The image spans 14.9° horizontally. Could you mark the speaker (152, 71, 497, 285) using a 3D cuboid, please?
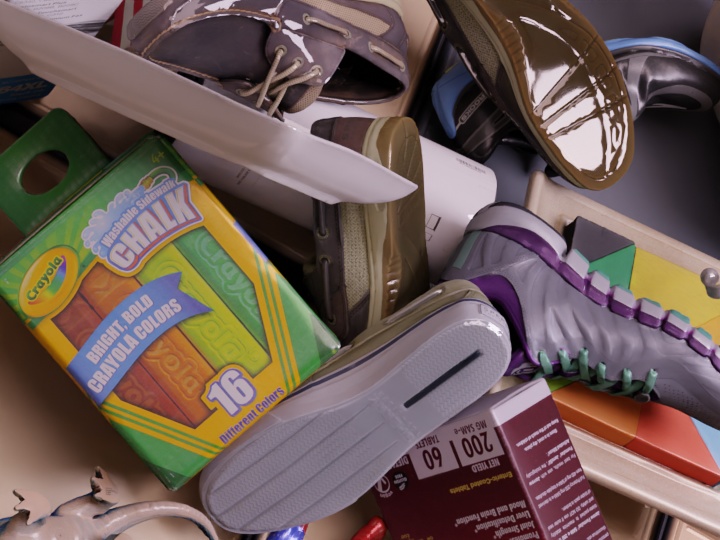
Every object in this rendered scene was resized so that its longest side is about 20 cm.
[{"bbox_3d":[-0.023,-0.064,1.643,0.200,0.081,0.081,23,62,-18],"label":"speaker"}]

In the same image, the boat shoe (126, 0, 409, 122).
[{"bbox_3d":[-0.041,-0.128,1.564,0.200,0.074,0.073,-5,62,-43],"label":"boat shoe"}]

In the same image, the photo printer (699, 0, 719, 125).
[{"bbox_3d":[0.284,-0.104,1.775,0.069,0.166,0.200,-16,79,-12],"label":"photo printer"}]

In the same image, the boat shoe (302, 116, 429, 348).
[{"bbox_3d":[0.000,0.000,1.602,0.066,0.201,0.072,13,30,22],"label":"boat shoe"}]

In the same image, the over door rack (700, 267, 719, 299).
[{"bbox_3d":[0.309,0.026,1.669,0.200,0.067,0.148,-25,112,-12],"label":"over door rack"}]

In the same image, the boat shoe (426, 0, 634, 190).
[{"bbox_3d":[0.098,-0.137,1.681,0.073,0.065,0.200,-34,101,-25],"label":"boat shoe"}]

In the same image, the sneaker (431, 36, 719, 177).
[{"bbox_3d":[0.141,-0.101,1.755,0.199,0.071,0.083,-9,77,-24],"label":"sneaker"}]

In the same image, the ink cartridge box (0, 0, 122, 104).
[{"bbox_3d":[-0.195,-0.196,1.529,0.084,0.200,0.146,-8,74,-30],"label":"ink cartridge box"}]

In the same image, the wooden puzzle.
[{"bbox_3d":[0.172,0.051,1.665,0.200,0.037,0.185,27,55,-20],"label":"wooden puzzle"}]

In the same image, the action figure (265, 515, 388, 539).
[{"bbox_3d":[-0.064,0.196,1.539,0.065,0.052,0.200,46,50,0],"label":"action figure"}]

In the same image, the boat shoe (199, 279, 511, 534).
[{"bbox_3d":[-0.002,0.078,1.547,0.200,0.062,0.072,-32,115,8],"label":"boat shoe"}]

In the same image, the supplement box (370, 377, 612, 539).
[{"bbox_3d":[0.088,0.173,1.570,0.061,0.109,0.200,-27,95,-50],"label":"supplement box"}]

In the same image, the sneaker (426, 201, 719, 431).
[{"bbox_3d":[0.129,0.050,1.589,0.200,0.074,0.088,34,64,8],"label":"sneaker"}]

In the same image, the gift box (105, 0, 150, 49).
[{"bbox_3d":[-0.079,-0.233,1.624,0.187,0.200,0.185,0,67,-44],"label":"gift box"}]

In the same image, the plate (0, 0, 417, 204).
[{"bbox_3d":[-0.088,-0.083,1.466,0.199,0.200,0.032,23,91,21],"label":"plate"}]

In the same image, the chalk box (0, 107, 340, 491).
[{"bbox_3d":[-0.123,0.003,1.514,0.125,0.124,0.200,-42,94,-2],"label":"chalk box"}]

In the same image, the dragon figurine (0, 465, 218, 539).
[{"bbox_3d":[-0.175,0.154,1.490,0.200,0.099,0.059,-12,75,-51],"label":"dragon figurine"}]
